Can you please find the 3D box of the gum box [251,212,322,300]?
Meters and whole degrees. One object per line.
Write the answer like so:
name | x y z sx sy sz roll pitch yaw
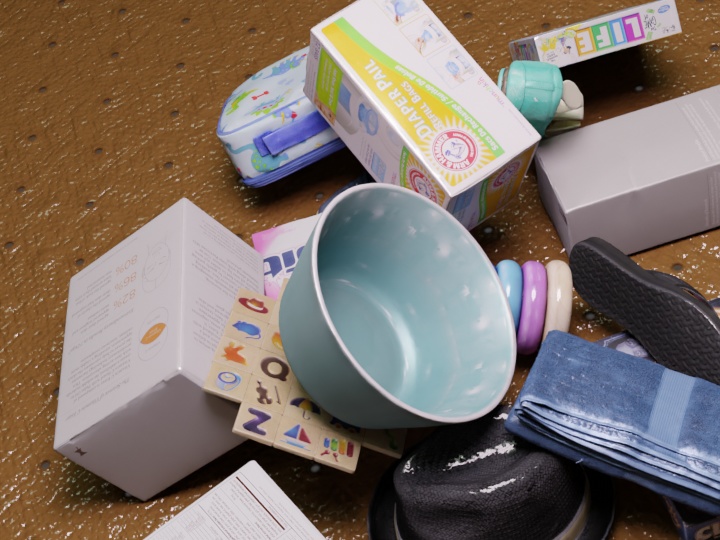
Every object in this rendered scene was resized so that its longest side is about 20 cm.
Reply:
gum box | 0.000 0.000 1.349 0.199 0.066 0.114 -17 45 0

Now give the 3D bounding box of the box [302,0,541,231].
box | 0.050 -0.136 1.290 0.101 0.113 0.200 -33 74 -19

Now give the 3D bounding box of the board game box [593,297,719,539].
board game box | 0.283 0.116 1.182 0.135 0.035 0.200 -19 45 -2

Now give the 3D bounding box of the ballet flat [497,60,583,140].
ballet flat | 0.170 -0.148 1.349 0.070 0.200 0.068 6 89 12

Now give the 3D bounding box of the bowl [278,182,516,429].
bowl | 0.014 0.043 1.152 0.105 0.200 0.201 -34 30 42

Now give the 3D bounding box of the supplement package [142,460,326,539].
supplement package | -0.093 0.284 1.024 0.200 0.192 0.147 -35 47 -17

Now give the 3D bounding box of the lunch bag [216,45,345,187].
lunch bag | -0.043 -0.166 1.460 0.199 0.083 0.161 -26 22 10

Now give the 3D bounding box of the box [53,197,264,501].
box | -0.170 0.068 1.270 0.152 0.106 0.201 -32 41 26

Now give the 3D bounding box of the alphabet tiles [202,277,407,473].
alphabet tiles | -0.036 0.081 1.205 0.166 0.006 0.200 19 37 -3

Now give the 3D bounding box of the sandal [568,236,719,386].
sandal | 0.250 0.030 1.202 0.048 0.076 0.200 -19 43 -27

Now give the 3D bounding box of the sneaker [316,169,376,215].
sneaker | 0.040 -0.106 1.425 0.200 0.085 0.075 -30 47 -12

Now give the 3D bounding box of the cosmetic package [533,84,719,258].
cosmetic package | 0.267 -0.087 1.343 0.199 0.090 0.107 -18 44 3

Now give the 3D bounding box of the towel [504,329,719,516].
towel | 0.217 0.111 1.109 0.199 0.049 0.112 20 42 13

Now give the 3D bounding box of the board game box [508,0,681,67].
board game box | 0.224 -0.228 1.442 0.134 0.034 0.200 -16 7 1

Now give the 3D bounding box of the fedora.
fedora | 0.096 0.165 1.148 0.200 0.092 0.201 -8 46 8

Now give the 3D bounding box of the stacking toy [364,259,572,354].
stacking toy | 0.077 0.025 1.257 0.199 0.086 0.086 5 47 -2
